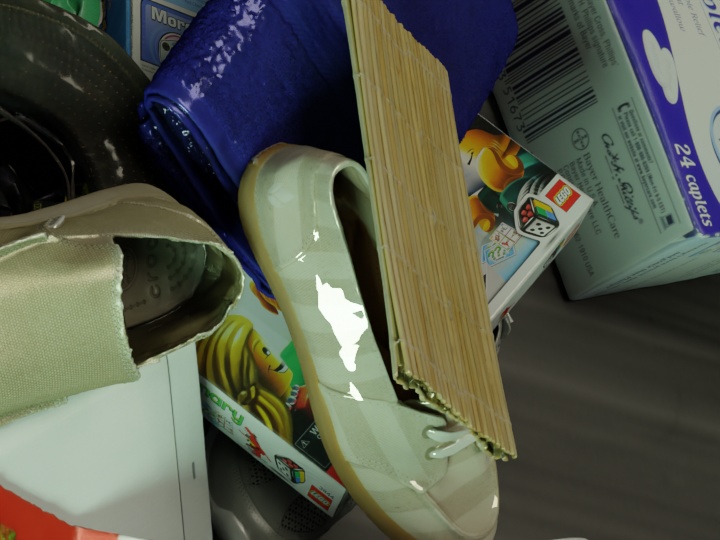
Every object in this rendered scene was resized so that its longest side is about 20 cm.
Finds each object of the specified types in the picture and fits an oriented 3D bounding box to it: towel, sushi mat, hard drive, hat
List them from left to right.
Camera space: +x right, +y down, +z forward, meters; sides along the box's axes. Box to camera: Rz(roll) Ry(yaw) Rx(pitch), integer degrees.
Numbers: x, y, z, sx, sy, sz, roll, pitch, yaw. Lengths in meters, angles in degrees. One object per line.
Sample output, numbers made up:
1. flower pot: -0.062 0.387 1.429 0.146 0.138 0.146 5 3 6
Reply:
1. hat: -0.175 -0.024 0.917 0.200 0.081 0.201 -3 95 -38
2. hard drive: -0.133 0.113 0.884 0.200 0.027 0.132 -30 125 -47
3. towel: -0.012 -0.089 0.988 0.148 0.049 0.200 55 52 -32
4. sushi mat: 0.025 -0.024 0.907 0.096 0.012 0.201 44 32 -51

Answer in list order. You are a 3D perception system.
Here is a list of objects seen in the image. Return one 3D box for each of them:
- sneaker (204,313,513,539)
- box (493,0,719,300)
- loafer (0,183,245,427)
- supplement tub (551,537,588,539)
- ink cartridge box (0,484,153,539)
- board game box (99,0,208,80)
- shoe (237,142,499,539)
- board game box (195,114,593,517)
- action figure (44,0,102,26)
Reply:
1. sneaker: -0.002 0.063 1.039 0.075 0.082 0.200 53 44 -7
2. box: 0.184 -0.094 1.278 0.200 0.105 0.184 -9 76 -45
3. loafer: -0.120 0.015 0.845 0.200 0.068 0.076 -29 121 -45
4. supplement tub: 0.069 0.230 0.970 0.145 0.145 0.201 -2 70 -43
5. ink cartridge box: -0.085 0.181 0.865 0.200 0.050 0.163 42 47 -53
6. board game box: -0.050 -0.141 1.122 0.200 0.056 0.196 18 57 -36
7. shoe: 0.013 0.038 0.925 0.070 0.053 0.200 -43 114 -39
8. board game box: 0.000 0.000 1.019 0.126 0.035 0.200 37 60 9
9. action figure: -0.152 -0.159 1.018 0.118 0.055 0.201 1 59 -7
